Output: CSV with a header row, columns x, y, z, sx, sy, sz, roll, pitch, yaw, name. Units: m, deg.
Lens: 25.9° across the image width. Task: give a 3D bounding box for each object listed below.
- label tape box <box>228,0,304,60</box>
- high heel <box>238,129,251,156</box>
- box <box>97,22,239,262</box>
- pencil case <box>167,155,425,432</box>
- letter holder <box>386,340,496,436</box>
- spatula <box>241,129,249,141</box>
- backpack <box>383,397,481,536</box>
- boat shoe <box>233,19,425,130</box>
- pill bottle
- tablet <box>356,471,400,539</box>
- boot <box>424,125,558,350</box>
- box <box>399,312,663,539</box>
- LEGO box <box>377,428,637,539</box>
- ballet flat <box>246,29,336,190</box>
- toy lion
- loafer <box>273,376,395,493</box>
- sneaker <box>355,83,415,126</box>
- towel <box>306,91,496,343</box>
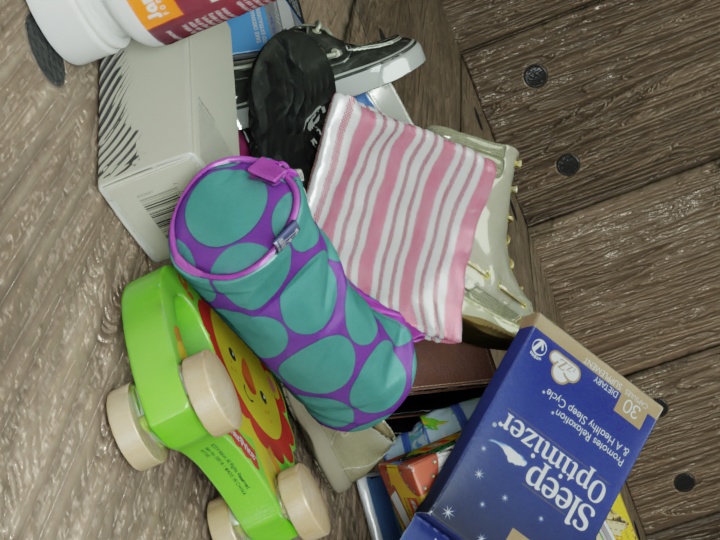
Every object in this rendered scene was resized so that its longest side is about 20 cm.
x,y,z,sx,sy,sz,roll,pitch,yaw,name
-0.099,-0.214,1.300,0.200,0.063,0.146,49,25,-62,label tape box
-0.078,-0.052,1.156,0.201,0.067,0.097,61,22,-50,high heel
-0.124,-0.110,1.021,0.082,0.068,0.202,59,17,-45,box
-0.034,0.017,0.954,0.085,0.092,0.200,39,-10,39,pencil case
0.013,0.036,1.359,0.101,0.141,0.202,-53,-132,51,letter holder
-0.064,-0.033,1.279,0.057,0.020,0.202,-112,178,-76,spatula
0.086,0.193,1.290,0.201,0.152,0.165,109,-28,-56,backpack
-0.038,-0.160,1.217,0.070,0.198,0.064,2,-70,61,boat shoe
-0.102,-0.205,0.949,0.114,0.198,0.115,-20,90,-78,pill bottle
0.040,0.267,1.316,0.130,0.014,0.202,22,51,-75,tablet
0.106,-0.020,1.274,0.199,0.072,0.157,23,71,-45,boot
0.120,0.147,1.102,0.121,0.201,0.032,36,-17,-13,box
0.122,0.208,1.158,0.202,0.148,0.077,68,-18,-1,LEGO box
-0.054,-0.092,1.116,0.057,0.066,0.202,113,-17,-53,ballet flat
-0.089,0.068,0.952,0.201,0.068,0.193,57,11,-47,toy lion
-0.025,0.080,1.124,0.076,0.068,0.201,54,-10,39,loafer
0.017,-0.066,1.322,0.201,0.111,0.077,56,-3,-16,sneaker
0.026,-0.031,1.102,0.199,0.030,0.148,16,86,-53,towel
